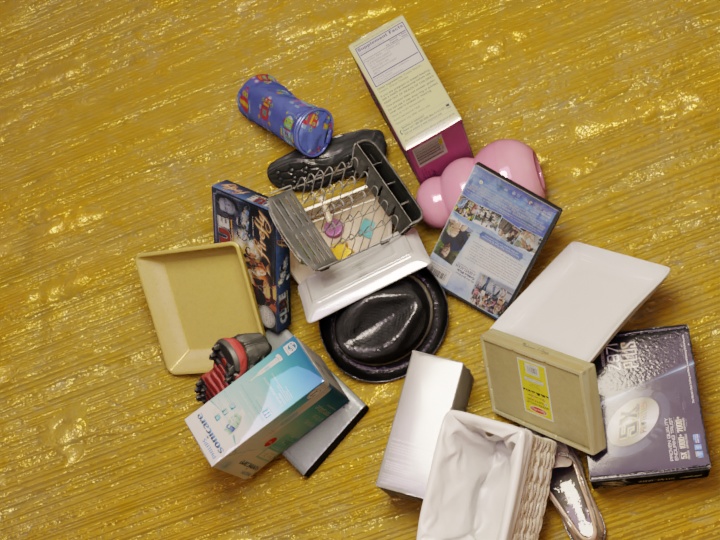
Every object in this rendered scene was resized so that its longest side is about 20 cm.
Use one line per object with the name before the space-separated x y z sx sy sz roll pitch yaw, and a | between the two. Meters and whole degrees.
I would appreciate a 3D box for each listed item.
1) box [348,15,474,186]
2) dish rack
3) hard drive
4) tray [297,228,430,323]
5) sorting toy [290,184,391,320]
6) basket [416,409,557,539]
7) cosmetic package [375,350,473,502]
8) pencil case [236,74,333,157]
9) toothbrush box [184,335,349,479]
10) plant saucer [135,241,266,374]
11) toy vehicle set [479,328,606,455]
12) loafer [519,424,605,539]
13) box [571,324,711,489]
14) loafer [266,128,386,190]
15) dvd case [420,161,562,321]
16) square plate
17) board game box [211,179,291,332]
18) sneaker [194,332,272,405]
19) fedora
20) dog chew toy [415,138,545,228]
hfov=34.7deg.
box | 0.081 -0.249 1.758 0.096 0.176 0.202 -28 69 3
dish rack | -0.027 -0.089 1.652 0.199 0.055 0.154 -24 69 -30
hard drive | -0.103 0.192 1.745 0.200 0.033 0.140 41 87 22
tray | 0.000 0.000 1.681 0.198 0.022 0.108 -27 33 3
sorting toy | -0.030 -0.026 1.765 0.198 0.107 0.182 -20 79 3
basket | 0.176 0.303 1.563 0.134 0.123 0.203 10 87 38
cosmetic package | 0.094 0.226 1.646 0.089 0.107 0.202 10 74 17
pencil case | -0.117 -0.248 1.829 0.200 0.086 0.079 37 114 46
toothbrush box | -0.131 0.200 1.653 0.199 0.147 0.086 -36 68 1
plant saucer | -0.230 0.054 1.756 0.198 0.048 0.202 -6 106 29
toy vehicle set | 0.247 0.163 1.577 0.026 0.126 0.199 -25 25 -30
loafer | 0.281 0.290 1.602 0.071 0.063 0.201 -28 69 3
box | 0.386 0.189 1.595 0.162 0.086 0.203 -8 72 13
loafer | -0.053 -0.178 1.835 0.198 0.069 0.071 -13 40 15
dvd case | 0.189 -0.038 1.681 0.142 0.018 0.202 30 117 9
square plate | 0.309 0.050 1.626 0.200 0.029 0.197 -44 32 -17
board game box | -0.164 -0.022 1.740 0.135 0.202 0.034 23 35 35
sneaker | -0.183 0.154 1.694 0.097 0.201 0.071 -23 67 -34
fedora | 0.031 0.074 1.688 0.198 0.092 0.204 0 94 6
dog chew toy | 0.174 -0.120 1.729 0.198 0.124 0.126 -16 70 17
